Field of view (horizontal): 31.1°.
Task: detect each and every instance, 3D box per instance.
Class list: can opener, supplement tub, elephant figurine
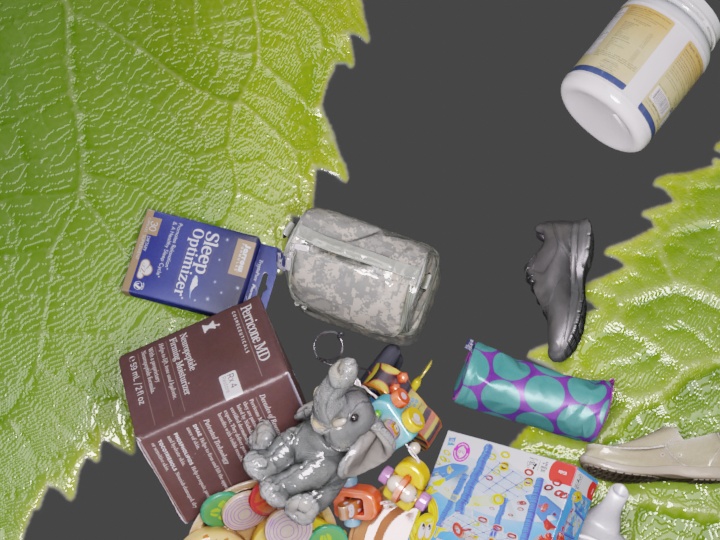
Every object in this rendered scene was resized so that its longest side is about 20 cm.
[{"bbox_3d":[-0.008,0.180,1.684,0.078,0.063,0.201,35,79,14],"label":"can opener"},{"bbox_3d":[0.381,-0.278,1.749,0.144,0.145,0.201,38,79,14],"label":"supplement tub"},{"bbox_3d":[-0.028,0.188,1.490,0.141,0.155,0.200,42,104,-9],"label":"elephant figurine"}]

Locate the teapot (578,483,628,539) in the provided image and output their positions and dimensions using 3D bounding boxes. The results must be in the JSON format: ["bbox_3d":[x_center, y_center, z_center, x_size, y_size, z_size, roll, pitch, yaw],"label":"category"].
[{"bbox_3d":[0.254,0.386,1.561,0.195,0.146,0.203,-17,74,-1],"label":"teapot"}]

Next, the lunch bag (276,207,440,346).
[{"bbox_3d":[0.000,0.000,1.682,0.197,0.168,0.141,19,75,10],"label":"lunch bag"}]

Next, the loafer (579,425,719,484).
[{"bbox_3d":[0.374,0.232,1.639,0.197,0.076,0.069,4,72,-4],"label":"loafer"}]

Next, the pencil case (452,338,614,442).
[{"bbox_3d":[0.222,0.154,1.663,0.197,0.086,0.093,17,51,8],"label":"pencil case"}]

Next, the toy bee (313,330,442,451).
[{"bbox_3d":[0.037,0.161,1.618,0.198,0.108,0.133,22,78,-27],"label":"toy bee"}]

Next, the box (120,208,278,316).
[{"bbox_3d":[-0.216,-0.003,1.771,0.197,0.032,0.123,14,75,7],"label":"box"}]

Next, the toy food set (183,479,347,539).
[{"bbox_3d":[-0.121,0.341,1.597,0.198,0.049,0.199,29,104,-22],"label":"toy food set"}]

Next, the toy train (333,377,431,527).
[{"bbox_3d":[0.011,0.234,1.575,0.148,0.056,0.203,8,112,26],"label":"toy train"}]

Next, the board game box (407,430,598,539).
[{"bbox_3d":[0.159,0.312,1.548,0.198,0.056,0.198,9,71,42],"label":"board game box"}]

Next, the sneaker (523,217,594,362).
[{"bbox_3d":[0.258,0.025,1.714,0.089,0.076,0.203,4,66,14],"label":"sneaker"}]

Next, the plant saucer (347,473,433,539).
[{"bbox_3d":[0.079,0.357,1.639,0.197,0.038,0.203,-1,74,3],"label":"plant saucer"}]

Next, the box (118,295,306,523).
[{"bbox_3d":[-0.173,0.173,1.616,0.198,0.165,0.167,-24,38,-3],"label":"box"}]
